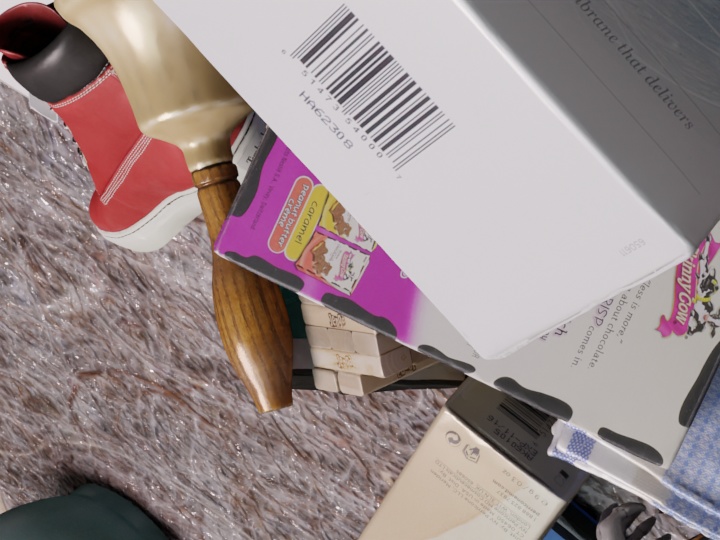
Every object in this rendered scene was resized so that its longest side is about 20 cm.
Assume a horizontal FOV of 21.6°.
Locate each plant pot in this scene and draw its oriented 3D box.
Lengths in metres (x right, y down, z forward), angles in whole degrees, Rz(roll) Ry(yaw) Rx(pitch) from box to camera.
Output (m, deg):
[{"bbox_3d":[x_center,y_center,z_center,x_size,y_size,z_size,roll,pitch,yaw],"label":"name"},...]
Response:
[{"bbox_3d":[-0.220,0.254,1.478,0.199,0.134,0.201,29,146,22],"label":"plant pot"}]

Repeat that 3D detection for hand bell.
[{"bbox_3d":[-0.064,-0.035,0.848,0.104,0.103,0.202,-16,88,55],"label":"hand bell"}]

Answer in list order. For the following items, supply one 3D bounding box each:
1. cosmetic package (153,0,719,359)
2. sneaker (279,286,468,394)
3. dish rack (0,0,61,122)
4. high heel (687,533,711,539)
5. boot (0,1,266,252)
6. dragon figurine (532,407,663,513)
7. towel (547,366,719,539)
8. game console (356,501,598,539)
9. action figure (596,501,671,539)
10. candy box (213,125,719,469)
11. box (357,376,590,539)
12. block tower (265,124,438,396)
[{"bbox_3d":[0.059,-0.120,0.623,0.199,0.200,0.123,46,147,-7],"label":"cosmetic package"},{"bbox_3d":[0.000,0.000,0.954,0.083,0.122,0.200,-4,173,21],"label":"sneaker"},{"bbox_3d":[-0.211,-0.165,1.039,0.199,0.044,0.172,32,149,20],"label":"dish rack"},{"bbox_3d":[0.172,0.132,0.882,0.199,0.072,0.142,-14,149,41],"label":"high heel"},{"bbox_3d":[-0.137,-0.080,0.983,0.144,0.073,0.200,31,159,-16],"label":"boot"},{"bbox_3d":[0.151,0.054,0.870,0.100,0.059,0.199,50,150,-13],"label":"dragon figurine"},{"bbox_3d":[0.189,0.053,0.772,0.199,0.148,0.024,27,-175,23],"label":"towel"},{"bbox_3d":[0.079,0.212,1.094,0.200,0.118,0.171,39,150,6],"label":"game console"},{"bbox_3d":[0.128,0.160,0.820,0.198,0.102,0.119,-15,123,26],"label":"action figure"},{"bbox_3d":[0.060,-0.027,0.751,0.199,0.137,0.061,26,-176,0],"label":"candy box"},{"bbox_3d":[0.052,0.136,0.997,0.078,0.095,0.201,37,128,9],"label":"box"},{"bbox_3d":[-0.003,-0.050,0.823,0.054,0.058,0.202,5,111,51],"label":"block tower"}]
